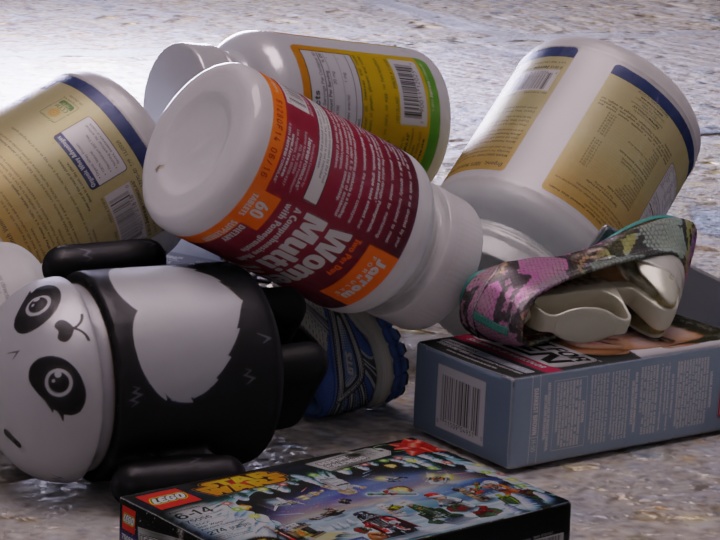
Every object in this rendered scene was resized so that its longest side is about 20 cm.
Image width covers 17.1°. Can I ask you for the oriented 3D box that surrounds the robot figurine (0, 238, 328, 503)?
[{"bbox_3d":[-0.122,0.057,1.392,0.200,0.125,0.150,-4,15,-27],"label":"robot figurine"}]

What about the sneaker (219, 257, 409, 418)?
[{"bbox_3d":[-0.055,0.012,1.546,0.085,0.077,0.200,-26,68,-36],"label":"sneaker"}]

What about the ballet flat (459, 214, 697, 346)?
[{"bbox_3d":[0.153,0.016,1.506,0.200,0.069,0.071,-13,37,-37],"label":"ballet flat"}]

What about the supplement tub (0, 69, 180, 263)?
[{"bbox_3d":[-0.232,-0.031,1.604,0.200,0.145,0.144,-33,30,-27],"label":"supplement tub"}]

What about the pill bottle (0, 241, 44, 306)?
[{"bbox_3d":[-0.241,0.041,1.460,0.200,0.115,0.114,-6,16,-32],"label":"pill bottle"}]

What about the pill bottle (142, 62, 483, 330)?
[{"bbox_3d":[-0.025,-0.039,1.457,0.200,0.110,0.110,27,-3,-36],"label":"pill bottle"}]

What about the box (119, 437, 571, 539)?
[{"bbox_3d":[-0.008,0.137,1.262,0.200,0.040,0.137,-9,16,-38],"label":"box"}]

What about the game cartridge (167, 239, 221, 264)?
[{"bbox_3d":[-0.113,0.018,1.659,0.200,0.041,0.133,12,41,32],"label":"game cartridge"}]

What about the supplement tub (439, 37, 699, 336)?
[{"bbox_3d":[0.134,-0.048,1.663,0.144,0.144,0.200,12,54,34],"label":"supplement tub"}]

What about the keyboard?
[{"bbox_3d":[0.203,0.017,1.617,0.200,0.056,0.011,22,13,-49],"label":"keyboard"}]

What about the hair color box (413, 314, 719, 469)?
[{"bbox_3d":[0.143,0.072,1.516,0.200,0.061,0.099,-6,16,-35],"label":"hair color box"}]

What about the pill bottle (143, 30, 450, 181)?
[{"bbox_3d":[-0.046,-0.108,1.669,0.200,0.111,0.111,3,11,-37],"label":"pill bottle"}]
